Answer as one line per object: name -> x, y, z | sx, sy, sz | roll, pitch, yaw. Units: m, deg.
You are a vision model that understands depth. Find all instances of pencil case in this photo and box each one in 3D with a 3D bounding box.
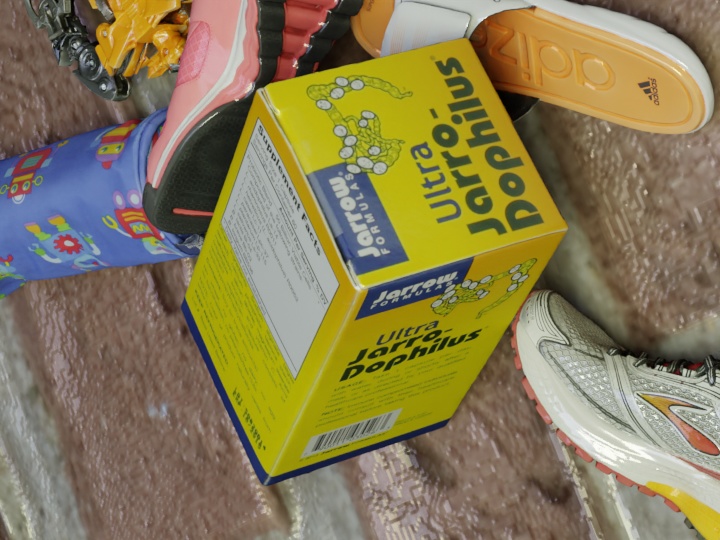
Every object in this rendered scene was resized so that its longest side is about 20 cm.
pencil case -> -0.159, -0.032, 1.209 | 0.199, 0.087, 0.078 | -12, 47, 37

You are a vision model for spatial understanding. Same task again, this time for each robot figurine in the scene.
robot figurine -> -0.134, -0.195, 1.178 | 0.145, 0.058, 0.201 | -38, 73, 35

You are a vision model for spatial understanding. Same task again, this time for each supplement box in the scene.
supplement box -> 0.000, 0.000, 1.016 | 0.109, 0.109, 0.200 | 63, 154, 22

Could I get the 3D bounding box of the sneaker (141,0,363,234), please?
sneaker -> -0.058, -0.110, 1.096 | 0.201, 0.073, 0.087 | -62, 37, 25

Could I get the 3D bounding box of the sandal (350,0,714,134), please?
sandal -> 0.066, -0.098, 1.020 | 0.206, 0.059, 0.079 | 18, 141, 34

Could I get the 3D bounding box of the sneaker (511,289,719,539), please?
sneaker -> 0.158, 0.065, 0.988 | 0.199, 0.078, 0.083 | 34, 112, 19
